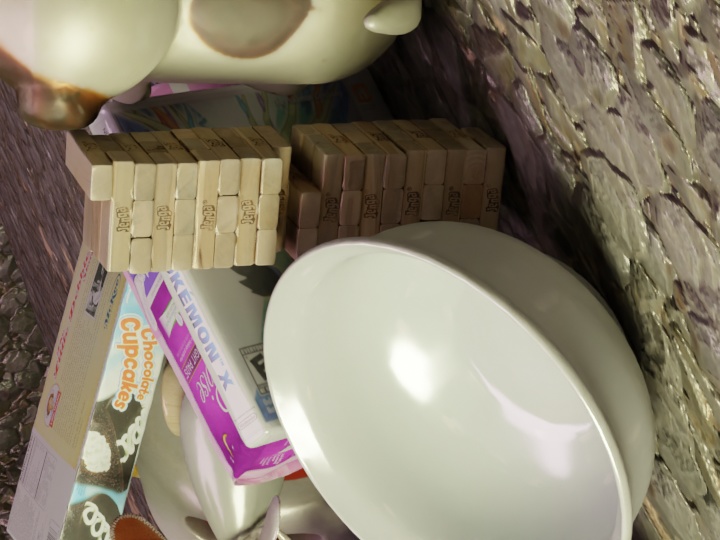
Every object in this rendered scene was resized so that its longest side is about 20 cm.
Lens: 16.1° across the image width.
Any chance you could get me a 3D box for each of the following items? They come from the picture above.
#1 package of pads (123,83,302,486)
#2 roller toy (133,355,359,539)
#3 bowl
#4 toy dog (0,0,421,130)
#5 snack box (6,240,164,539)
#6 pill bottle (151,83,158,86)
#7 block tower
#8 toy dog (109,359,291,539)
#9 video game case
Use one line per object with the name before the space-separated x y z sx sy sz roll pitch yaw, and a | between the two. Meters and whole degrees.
package of pads | -0.069 0.006 1.354 0.200 0.076 0.121 62 156 15
roller toy | -0.052 0.099 1.570 0.183 0.200 0.140 53 164 24
bowl | 0.059 0.053 1.149 0.201 0.090 0.201 25 135 28
toy dog | -0.089 -0.126 1.196 0.194 0.200 0.140 41 130 40
snack box | -0.158 0.078 1.510 0.116 0.037 0.200 -152 77 -67
pill bottle | -0.079 -0.150 1.397 0.106 0.106 0.200 59 166 30
block tower | -0.036 -0.036 1.187 0.054 0.200 0.058 -136 48 -62
toy dog | -0.075 0.122 1.419 0.096 0.132 0.200 45 -156 -60
video game case | -0.025 -0.013 1.285 0.022 0.200 0.183 -37 75 39
